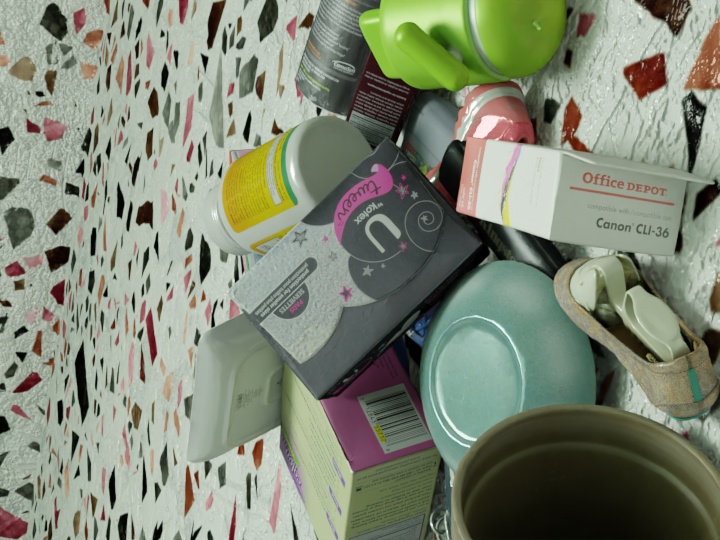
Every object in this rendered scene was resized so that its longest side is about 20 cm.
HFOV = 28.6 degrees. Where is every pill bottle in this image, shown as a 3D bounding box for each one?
[{"bbox_3d":[0.003,-0.279,1.555,0.107,0.105,0.201,-111,34,-47],"label":"pill bottle"},{"bbox_3d":[-0.080,-0.079,1.473,0.199,0.112,0.114,-22,65,50],"label":"pill bottle"}]

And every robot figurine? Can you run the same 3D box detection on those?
[{"bbox_3d":[0.097,-0.224,1.259,0.198,0.176,0.116,1,130,41],"label":"robot figurine"}]

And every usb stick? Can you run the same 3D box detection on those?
[{"bbox_3d":[0.130,-0.032,1.220,0.201,0.032,0.056,56,141,29],"label":"usb stick"}]

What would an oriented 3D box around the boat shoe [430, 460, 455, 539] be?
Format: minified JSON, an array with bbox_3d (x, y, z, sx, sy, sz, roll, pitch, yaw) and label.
[{"bbox_3d":[0.105,0.226,1.252,0.062,0.074,0.202,-46,49,44],"label":"boat shoe"}]

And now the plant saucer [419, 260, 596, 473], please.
[{"bbox_3d":[0.107,0.093,1.175,0.200,0.038,0.204,0,90,49],"label":"plant saucer"}]

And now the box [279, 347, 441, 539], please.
[{"bbox_3d":[-0.005,0.174,1.397,0.201,0.096,0.177,97,152,-47],"label":"box"}]

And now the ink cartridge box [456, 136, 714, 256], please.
[{"bbox_3d":[0.170,-0.057,1.092,0.200,0.115,0.068,-156,74,-67],"label":"ink cartridge box"}]

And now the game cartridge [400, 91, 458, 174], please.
[{"bbox_3d":[0.069,-0.068,1.447,0.133,0.040,0.202,49,130,55],"label":"game cartridge"}]

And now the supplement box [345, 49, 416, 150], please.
[{"bbox_3d":[0.037,-0.213,1.469,0.109,0.060,0.201,-68,0,-55],"label":"supplement box"}]

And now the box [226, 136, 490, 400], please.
[{"bbox_3d":[0.000,0.000,1.259,0.200,0.132,0.115,-43,-8,3],"label":"box"}]

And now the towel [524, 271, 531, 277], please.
[{"bbox_3d":[0.140,0.122,1.198,0.145,0.024,0.202,-47,56,55],"label":"towel"}]

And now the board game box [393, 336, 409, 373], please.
[{"bbox_3d":[0.029,0.104,1.489,0.158,0.038,0.202,-134,39,-53],"label":"board game box"}]

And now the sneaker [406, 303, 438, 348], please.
[{"bbox_3d":[0.043,0.029,1.379,0.200,0.077,0.076,47,130,28],"label":"sneaker"}]

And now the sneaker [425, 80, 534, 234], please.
[{"bbox_3d":[0.105,-0.075,1.310,0.087,0.073,0.202,-114,36,-47],"label":"sneaker"}]

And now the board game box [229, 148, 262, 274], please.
[{"bbox_3d":[-0.065,-0.056,1.612,0.041,0.151,0.202,98,164,-53],"label":"board game box"}]

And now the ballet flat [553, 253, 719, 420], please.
[{"bbox_3d":[0.202,0.028,1.053,0.200,0.068,0.068,50,166,50],"label":"ballet flat"}]

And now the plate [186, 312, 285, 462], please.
[{"bbox_3d":[-0.083,0.102,1.437,0.032,0.199,0.201,44,142,29],"label":"plate"}]

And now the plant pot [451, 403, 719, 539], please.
[{"bbox_3d":[0.157,0.226,1.009,0.201,0.197,0.175,-114,20,-49],"label":"plant pot"}]
